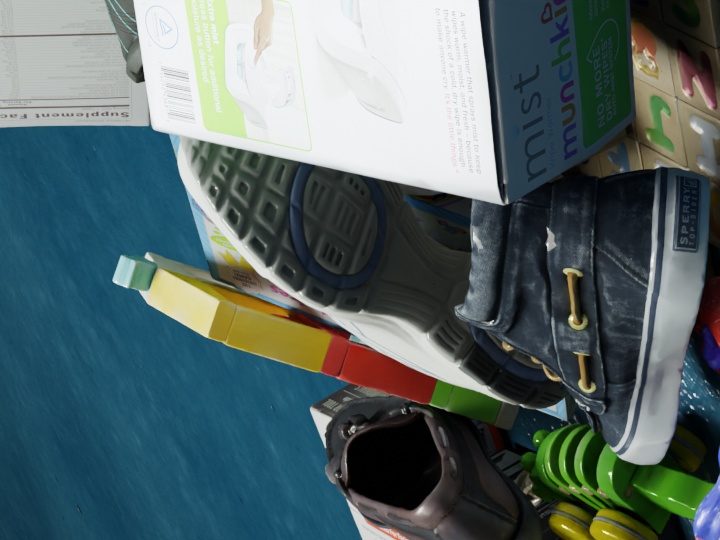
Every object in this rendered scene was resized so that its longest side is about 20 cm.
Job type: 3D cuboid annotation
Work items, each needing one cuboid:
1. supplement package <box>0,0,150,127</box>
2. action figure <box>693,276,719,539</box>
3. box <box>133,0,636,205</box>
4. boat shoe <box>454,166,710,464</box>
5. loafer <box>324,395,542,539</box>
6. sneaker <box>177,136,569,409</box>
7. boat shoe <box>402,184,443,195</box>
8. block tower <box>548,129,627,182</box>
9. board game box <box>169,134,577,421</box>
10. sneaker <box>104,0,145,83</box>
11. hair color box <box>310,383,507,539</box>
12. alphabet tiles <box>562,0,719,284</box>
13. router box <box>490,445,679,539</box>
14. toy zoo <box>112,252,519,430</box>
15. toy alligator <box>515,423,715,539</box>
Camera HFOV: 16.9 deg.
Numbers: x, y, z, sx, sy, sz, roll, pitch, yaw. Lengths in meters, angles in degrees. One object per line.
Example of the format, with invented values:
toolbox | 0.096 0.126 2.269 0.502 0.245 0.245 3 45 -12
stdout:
supplement package | -0.169 -0.177 1.310 0.200 0.113 0.110 99 169 -59
action figure | 0.162 0.061 0.963 0.065 0.052 0.201 35 143 40
box | 0.000 -0.144 0.889 0.176 0.097 0.201 12 120 36
boat shoe | 0.085 0.015 0.960 0.201 0.090 0.071 86 -169 -62
loafer | 0.023 0.093 1.173 0.063 0.072 0.200 40 178 -26
sneaker | 0.000 0.000 1.022 0.200 0.075 0.087 36 160 -21
boat shoe | -0.003 -0.116 1.066 0.071 0.072 0.200 87 159 -47
block tower | 0.041 -0.124 0.985 0.201 0.058 0.054 67 160 -8
board game box | 0.011 -0.014 1.114 0.199 0.034 0.135 21 149 22
sneaker | -0.084 -0.143 1.064 0.080 0.075 0.200 59 168 8
hair color box | 0.053 0.158 1.339 0.111 0.064 0.201 21 137 61
alphabet tiles | 0.099 -0.086 0.981 0.166 0.006 0.201 36 148 50
router box | 0.126 0.201 1.231 0.157 0.052 0.201 18 134 62
toy zoo | -0.031 0.030 1.212 0.131 0.199 0.021 28 100 66
toy alligator | 0.100 0.091 1.111 0.054 0.060 0.200 36 166 -18
